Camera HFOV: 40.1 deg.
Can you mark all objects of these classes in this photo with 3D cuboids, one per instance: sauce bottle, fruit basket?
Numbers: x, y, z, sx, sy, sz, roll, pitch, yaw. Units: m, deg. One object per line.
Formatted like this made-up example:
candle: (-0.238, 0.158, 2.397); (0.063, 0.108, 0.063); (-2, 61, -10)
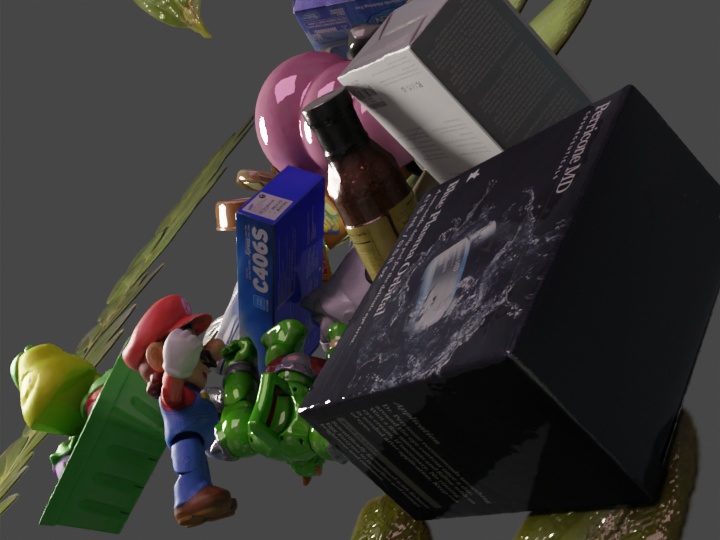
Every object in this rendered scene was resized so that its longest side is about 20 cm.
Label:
sauce bottle: (0.017, -0.047, 0.785); (0.065, 0.203, 0.066); (-23, 16, 7)
fruit basket: (-0.318, 0.169, 1.116); (0.215, 0.215, 0.156); (-40, 18, 23)

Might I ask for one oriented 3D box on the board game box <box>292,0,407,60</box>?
board game box: (0.054, -0.242, 1.028); (0.196, 0.199, 0.044); (-6, 68, 16)

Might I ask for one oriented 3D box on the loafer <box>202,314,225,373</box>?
loafer: (-0.136, 0.077, 1.156); (0.200, 0.069, 0.071); (-36, 25, 56)

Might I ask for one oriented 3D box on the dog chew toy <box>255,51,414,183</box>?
dog chew toy: (-0.012, -0.138, 0.915); (0.198, 0.125, 0.125); (15, 62, 50)

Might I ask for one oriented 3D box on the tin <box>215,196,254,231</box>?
tin: (-0.075, -0.073, 1.167); (0.195, 0.043, 0.112); (-5, 2, 5)

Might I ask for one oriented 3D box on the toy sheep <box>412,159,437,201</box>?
toy sheep: (0.101, -0.151, 0.949); (0.203, 0.136, 0.137); (-65, 19, -8)

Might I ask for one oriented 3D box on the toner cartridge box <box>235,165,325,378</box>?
toner cartridge box: (-0.075, 0.013, 0.936); (0.095, 0.042, 0.203); (-46, -32, -47)

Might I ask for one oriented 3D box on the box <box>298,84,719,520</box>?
box: (0.093, 0.027, 0.583); (0.199, 0.117, 0.198); (-24, 29, 52)

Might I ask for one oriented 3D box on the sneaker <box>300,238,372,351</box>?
sneaker: (0.000, 0.000, 0.951); (0.115, 0.075, 0.201); (-41, 21, 16)

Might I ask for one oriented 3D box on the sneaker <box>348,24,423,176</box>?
sneaker: (0.042, -0.174, 1.016); (0.074, 0.200, 0.081); (2, 66, 29)

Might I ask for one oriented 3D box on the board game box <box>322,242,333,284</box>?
board game box: (-0.066, 0.003, 1.090); (0.029, 0.098, 0.200); (-16, 9, -13)

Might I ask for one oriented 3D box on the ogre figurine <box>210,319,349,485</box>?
ogre figurine: (-0.049, 0.100, 0.801); (0.196, 0.099, 0.121); (9, 51, 18)

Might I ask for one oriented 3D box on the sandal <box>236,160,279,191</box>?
sandal: (-0.065, -0.117, 1.121); (0.079, 0.055, 0.198); (2, 8, 40)

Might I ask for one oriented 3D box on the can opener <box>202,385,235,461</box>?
can opener: (-0.152, 0.147, 1.038); (0.079, 0.063, 0.199); (-53, 17, -16)

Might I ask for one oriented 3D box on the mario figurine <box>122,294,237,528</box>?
mario figurine: (-0.141, 0.117, 0.881); (0.105, 0.204, 0.123); (-3, -19, -40)

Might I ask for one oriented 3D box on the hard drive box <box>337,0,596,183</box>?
hard drive box: (0.096, -0.108, 0.727); (0.077, 0.200, 0.155); (-49, 17, -10)

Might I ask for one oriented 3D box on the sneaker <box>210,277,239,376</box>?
sneaker: (-0.107, 0.049, 1.043); (0.201, 0.070, 0.074); (119, 172, -48)

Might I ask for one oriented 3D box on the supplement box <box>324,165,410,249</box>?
supplement box: (0.012, -0.109, 1.095); (0.200, 0.067, 0.069); (-44, 1, -43)
